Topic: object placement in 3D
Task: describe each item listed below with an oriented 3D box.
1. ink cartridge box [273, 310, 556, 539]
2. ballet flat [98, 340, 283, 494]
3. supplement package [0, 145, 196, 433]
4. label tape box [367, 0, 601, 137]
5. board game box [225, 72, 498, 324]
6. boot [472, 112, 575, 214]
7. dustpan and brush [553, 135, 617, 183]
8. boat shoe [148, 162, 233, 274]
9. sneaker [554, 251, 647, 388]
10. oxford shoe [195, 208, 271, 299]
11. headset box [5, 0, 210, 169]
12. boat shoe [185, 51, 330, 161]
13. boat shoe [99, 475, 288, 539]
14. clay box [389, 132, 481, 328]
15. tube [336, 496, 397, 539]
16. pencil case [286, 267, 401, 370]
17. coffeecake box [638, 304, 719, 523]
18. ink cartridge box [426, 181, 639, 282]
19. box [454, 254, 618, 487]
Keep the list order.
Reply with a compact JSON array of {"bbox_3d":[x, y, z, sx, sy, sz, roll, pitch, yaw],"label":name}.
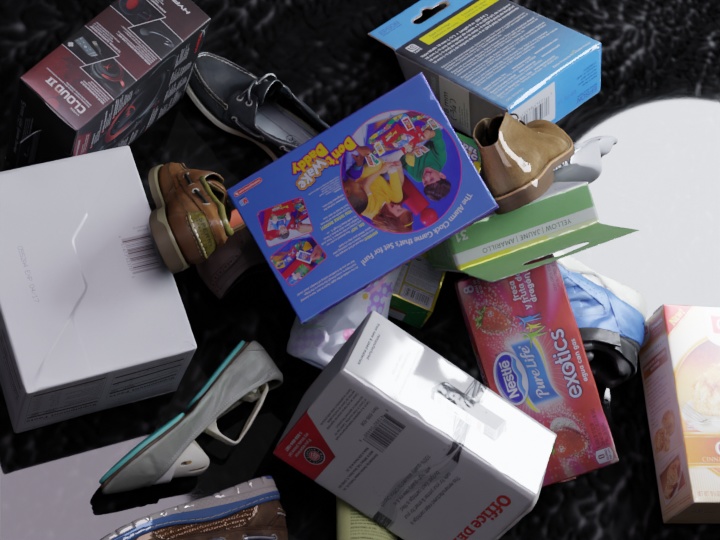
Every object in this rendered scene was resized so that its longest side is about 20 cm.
[{"bbox_3d":[0.048,0.151,1.416,0.199,0.144,0.084,34,44,-5],"label":"ink cartridge box"},{"bbox_3d":[-0.142,0.142,1.444,0.064,0.067,0.200,46,61,-2],"label":"ballet flat"},{"bbox_3d":[-0.252,0.016,1.439,0.154,0.111,0.202,-13,71,-22],"label":"supplement package"},{"bbox_3d":[0.127,-0.213,1.683,0.144,0.064,0.199,-35,49,-27],"label":"label tape box"},{"bbox_3d":[0.002,-0.062,1.429,0.199,0.045,0.135,-30,88,4],"label":"board game box"},{"bbox_3d":[0.149,-0.120,1.516,0.076,0.073,0.200,62,21,-10],"label":"boot"},{"bbox_3d":[0.209,-0.110,1.661,0.199,0.139,0.058,-4,76,-47],"label":"dustpan and brush"},{"bbox_3d":[-0.145,-0.053,1.453,0.067,0.200,0.072,-24,114,1],"label":"boat shoe"},{"bbox_3d":[0.184,0.045,1.586,0.198,0.077,0.112,25,51,-13],"label":"sneaker"},{"bbox_3d":[-0.064,-0.039,1.542,0.199,0.071,0.073,-26,82,-6],"label":"oxford shoe"},{"bbox_3d":[-0.240,-0.161,1.503,0.075,0.149,0.200,41,61,5],"label":"headset box"},{"bbox_3d":[-0.088,-0.155,1.593,0.199,0.066,0.074,44,51,5],"label":"boat shoe"},{"bbox_3d":[-0.148,0.239,1.392,0.198,0.072,0.073,-19,74,-25],"label":"boat shoe"},{"bbox_3d":[0.042,-0.056,1.604,0.114,0.048,0.201,23,61,-4],"label":"clay box"},{"bbox_3d":[0.007,0.228,1.466,0.051,0.058,0.202,-13,57,23],"label":"tube"},{"bbox_3d":[0.000,0.000,1.492,0.090,0.083,0.202,17,91,23],"label":"pencil case"},{"bbox_3d":[0.364,0.141,1.603,0.152,0.073,0.202,3,65,-16],"label":"coffeecake box"},{"bbox_3d":[0.147,-0.037,1.474,0.144,0.200,0.048,-19,95,-10],"label":"ink cartridge box"},{"bbox_3d":[0.159,0.091,1.501,0.095,0.100,0.202,-18,90,2],"label":"box"}]
